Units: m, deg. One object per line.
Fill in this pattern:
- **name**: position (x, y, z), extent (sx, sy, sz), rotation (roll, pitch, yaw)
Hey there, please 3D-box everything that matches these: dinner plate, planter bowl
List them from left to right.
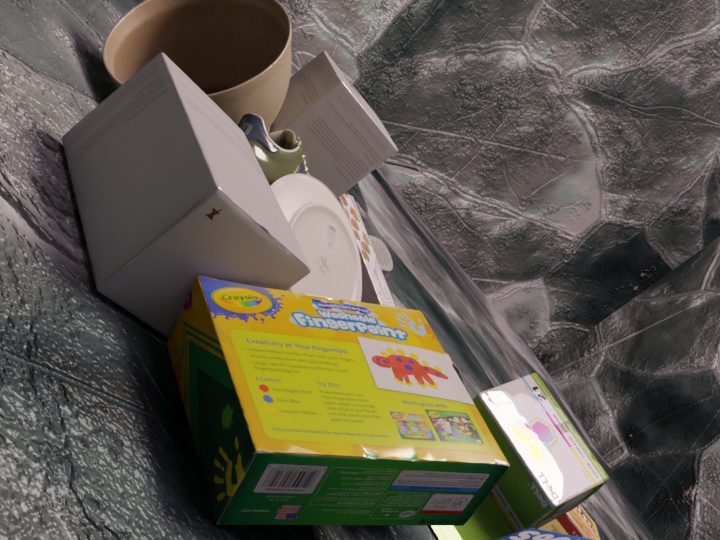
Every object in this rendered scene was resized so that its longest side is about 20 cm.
- **planter bowl**: position (-0.167, -0.203, 1.028), extent (0.135, 0.200, 0.200), rotation (83, -18, -49)
- **dinner plate**: position (-0.045, -0.001, 0.955), extent (0.200, 0.024, 0.200), rotation (19, 67, -57)

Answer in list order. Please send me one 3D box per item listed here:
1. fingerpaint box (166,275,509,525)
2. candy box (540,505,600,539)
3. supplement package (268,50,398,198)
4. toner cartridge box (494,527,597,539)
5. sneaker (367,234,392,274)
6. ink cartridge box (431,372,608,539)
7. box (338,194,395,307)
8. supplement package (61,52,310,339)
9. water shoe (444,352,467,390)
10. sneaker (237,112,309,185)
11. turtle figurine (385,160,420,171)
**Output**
- **fingerpaint box**: position (-0.021, 0.095, 0.665), extent (0.200, 0.073, 0.167), rotation (10, 34, -32)
- **candy box**: position (0.337, 0.415, 1.507), extent (0.115, 0.055, 0.200), rotation (53, 9, 2)
- **supplement package**: position (-0.077, -0.149, 1.145), extent (0.121, 0.200, 0.120), rotation (48, 10, -32)
- **toner cartridge box**: position (0.185, 0.278, 0.847), extent (0.200, 0.095, 0.043), rotation (-15, -94, 60)
- **sneaker**: position (-0.040, -0.022, 1.250), extent (0.200, 0.079, 0.079), rotation (27, 44, -51)
- **ink cartridge box**: position (0.149, 0.210, 1.005), extent (0.200, 0.076, 0.148), rotation (-11, 59, -42)
- **box**: position (0.000, 0.000, 1.170), extent (0.039, 0.041, 0.200), rotation (4, 61, -60)
- **supplement package**: position (-0.143, -0.055, 0.734), extent (0.117, 0.117, 0.200), rotation (45, 12, -44)
- **water shoe**: position (0.105, 0.158, 1.132), extent (0.079, 0.071, 0.200), rotation (51, 15, -5)
- **sneaker**: position (-0.079, -0.107, 1.008), extent (0.067, 0.090, 0.200), rotation (13, -5, 30)
- **turtle figurine**: position (-0.043, -0.130, 1.443), extent (0.194, 0.200, 0.144), rotation (54, -26, 38)
